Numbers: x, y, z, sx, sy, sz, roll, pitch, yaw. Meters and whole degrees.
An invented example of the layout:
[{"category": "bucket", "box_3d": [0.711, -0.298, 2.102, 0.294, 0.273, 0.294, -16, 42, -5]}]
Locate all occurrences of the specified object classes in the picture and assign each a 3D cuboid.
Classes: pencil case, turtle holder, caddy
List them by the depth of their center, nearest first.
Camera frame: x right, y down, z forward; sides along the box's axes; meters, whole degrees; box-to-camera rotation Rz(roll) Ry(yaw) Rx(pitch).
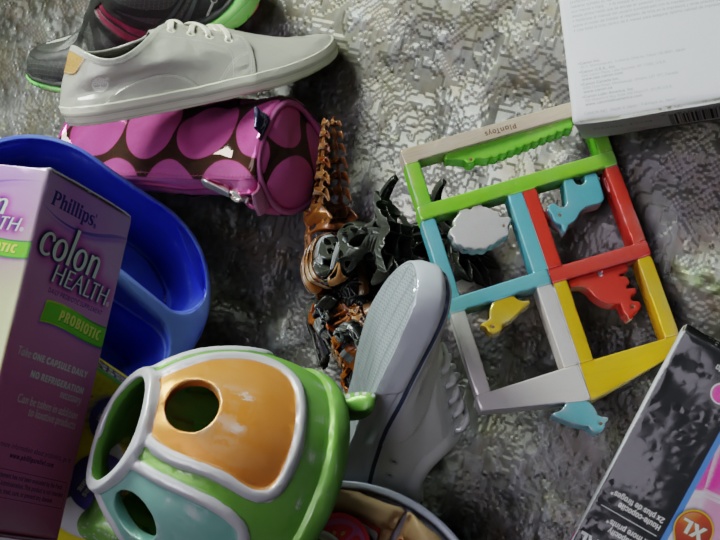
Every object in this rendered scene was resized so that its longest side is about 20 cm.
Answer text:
[{"category": "turtle holder", "box_3d": [-0.088, 0.112, 0.814, 0.185, 0.131, 0.142, -4, 66, 63]}, {"category": "caddy", "box_3d": [-0.199, -0.001, 0.958, 0.199, 0.105, 0.142, 34, 64, -9]}, {"category": "pencil case", "box_3d": [-0.126, -0.081, 1.003, 0.199, 0.091, 0.094, 3, 53, 34]}]

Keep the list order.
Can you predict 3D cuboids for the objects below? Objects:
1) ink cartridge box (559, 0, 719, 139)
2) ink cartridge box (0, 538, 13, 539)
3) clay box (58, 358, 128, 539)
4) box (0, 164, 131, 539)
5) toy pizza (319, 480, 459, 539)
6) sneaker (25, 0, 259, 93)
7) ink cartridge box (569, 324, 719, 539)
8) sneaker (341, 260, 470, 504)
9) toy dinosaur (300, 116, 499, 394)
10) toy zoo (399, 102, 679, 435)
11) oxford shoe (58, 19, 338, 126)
[{"category": "ink cartridge box", "box_3d": [0.173, -0.188, 0.850, 0.108, 0.050, 0.202, -8, 82, 16]}, {"category": "ink cartridge box", "box_3d": [-0.238, 0.156, 0.993, 0.145, 0.200, 0.083, 37, 149, 27]}, {"category": "clay box", "box_3d": [-0.159, 0.134, 0.904, 0.199, 0.048, 0.115, 36, 90, -13]}, {"category": "box", "box_3d": [-0.251, 0.042, 0.825, 0.175, 0.097, 0.202, 6, 78, 22]}, {"category": "toy pizza", "box_3d": [-0.016, 0.227, 0.844, 0.199, 0.032, 0.202, -3, 78, 14]}, {"category": "sneaker", "box_3d": [-0.166, -0.193, 1.036, 0.199, 0.077, 0.084, -23, 118, 19]}, {"category": "ink cartridge box", "box_3d": [0.185, 0.142, 0.825, 0.094, 0.037, 0.201, 28, 103, 11]}, {"category": "sneaker", "box_3d": [0.033, 0.072, 0.859, 0.201, 0.070, 0.073, 108, 165, -45]}, {"category": "toy dinosaur", "box_3d": [0.000, 0.000, 0.931, 0.135, 0.102, 0.201, -24, 96, 44]}, {"category": "toy zoo", "box_3d": [0.113, 0.003, 0.861, 0.130, 0.020, 0.201, -16, 76, -5]}, {"category": "oxford shoe", "box_3d": [-0.109, -0.143, 0.956, 0.075, 0.199, 0.058, -154, 53, -68]}]
